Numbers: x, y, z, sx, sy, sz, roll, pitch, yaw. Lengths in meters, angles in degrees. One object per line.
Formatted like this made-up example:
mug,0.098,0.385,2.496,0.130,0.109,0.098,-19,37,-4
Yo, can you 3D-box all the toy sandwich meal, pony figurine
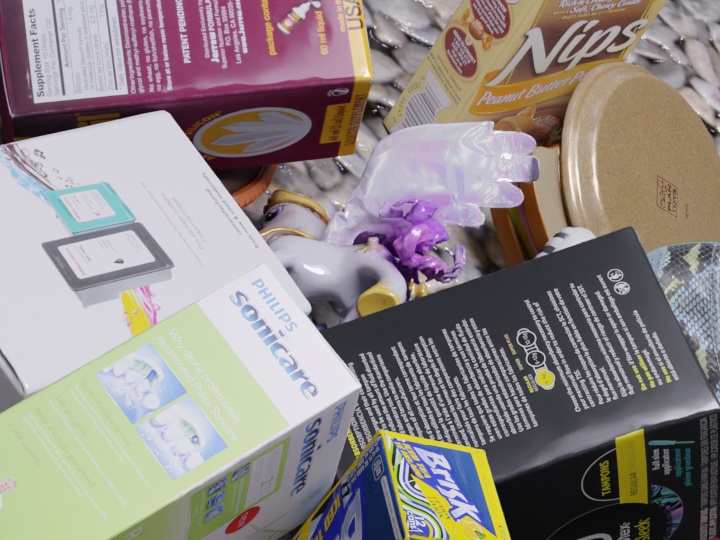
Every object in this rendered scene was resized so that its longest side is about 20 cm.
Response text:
toy sandwich meal,0.167,-0.037,1.799,0.205,0.070,0.206,22,61,-46
pony figurine,0.000,0.000,1.595,0.193,0.167,0.200,7,20,9

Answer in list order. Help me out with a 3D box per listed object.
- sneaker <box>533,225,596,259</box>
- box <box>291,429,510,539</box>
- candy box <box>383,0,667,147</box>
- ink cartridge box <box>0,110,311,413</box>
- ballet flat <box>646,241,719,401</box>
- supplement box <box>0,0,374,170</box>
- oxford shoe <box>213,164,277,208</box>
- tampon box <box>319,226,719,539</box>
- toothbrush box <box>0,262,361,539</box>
sneaker,0.175,0.065,1.635,0.115,0.075,0.200,26,-20,42
box,-0.006,0.168,1.366,0.064,0.200,0.070,12,43,-28
candy box,0.113,-0.146,1.794,0.115,0.200,0.055,-3,51,-39
ink cartridge box,-0.164,0.030,1.435,0.200,0.147,0.146,-16,61,-45
ballet flat,0.210,0.077,1.521,0.074,0.074,0.200,-17,85,-46
supplement box,-0.101,-0.111,1.545,0.200,0.110,0.086,-7,70,-8
oxford shoe,-0.086,-0.078,1.649,0.073,0.071,0.200,61,36,-15
tampon box,0.077,0.095,1.482,0.200,0.150,0.126,-18,54,-6
toothbrush box,-0.110,0.105,1.341,0.200,0.146,0.086,-31,70,-24
